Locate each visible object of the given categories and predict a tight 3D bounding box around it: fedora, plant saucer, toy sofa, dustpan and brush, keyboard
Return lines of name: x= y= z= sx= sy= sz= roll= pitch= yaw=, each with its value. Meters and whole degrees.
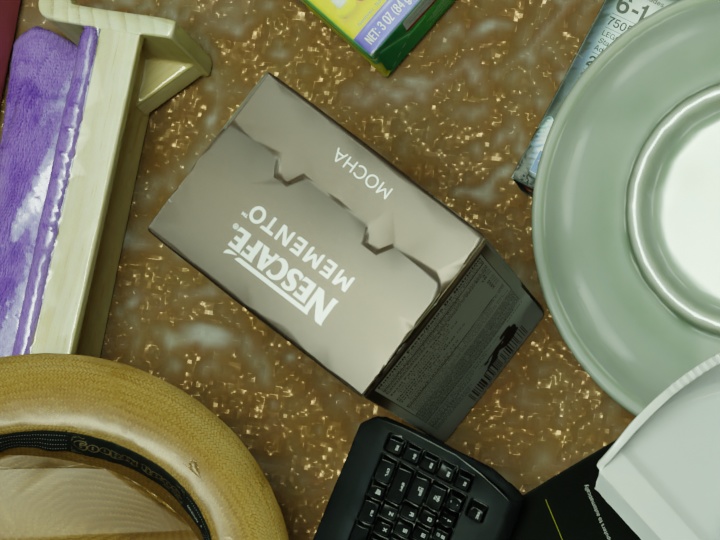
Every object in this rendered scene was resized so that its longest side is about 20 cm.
fedora: x=-0.129 y=0.133 z=1.120 sx=0.199 sy=0.082 sz=0.202 roll=2 pitch=70 yaw=-4
plant saucer: x=0.166 y=-0.024 z=1.124 sx=0.199 sy=0.050 sz=0.202 roll=-1 pitch=84 yaw=13
toy sofa: x=-0.138 y=-0.019 z=1.208 sx=0.097 sy=0.083 sz=0.201 roll=10 pitch=84 yaw=11
dustpan and brush: x=0.200 y=0.060 z=1.064 sx=0.140 sy=0.057 sz=0.200 roll=46 pitch=54 yaw=-2
keyboard: x=0.012 y=0.167 z=1.129 sx=0.104 sy=0.040 sz=0.201 roll=23 pitch=113 yaw=8

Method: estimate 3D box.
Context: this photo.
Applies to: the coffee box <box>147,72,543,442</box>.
coffee box: x=0.000 y=0.000 z=1.117 sx=0.113 sy=0.200 sz=0.080 roll=38 pitch=90 yaw=14

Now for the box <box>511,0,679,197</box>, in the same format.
box: x=0.185 y=-0.053 z=1.171 sx=0.199 sy=0.040 sz=0.138 roll=27 pitch=88 yaw=14

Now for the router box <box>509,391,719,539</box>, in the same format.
router box: x=0.137 y=0.169 z=1.110 sx=0.149 sy=0.051 sz=0.201 roll=-33 pitch=75 yaw=36

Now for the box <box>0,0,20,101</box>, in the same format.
box: x=-0.226 y=-0.153 z=1.231 sx=0.127 sy=0.109 sz=0.201 roll=9 pitch=84 yaw=13

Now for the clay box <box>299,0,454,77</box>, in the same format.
clay box: x=-0.026 y=-0.198 z=1.230 sx=0.200 sy=0.048 sz=0.115 roll=42 pitch=91 yaw=13
